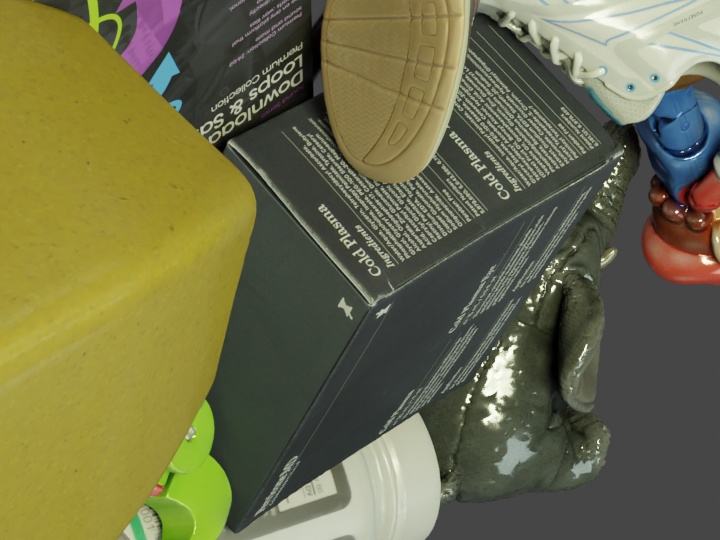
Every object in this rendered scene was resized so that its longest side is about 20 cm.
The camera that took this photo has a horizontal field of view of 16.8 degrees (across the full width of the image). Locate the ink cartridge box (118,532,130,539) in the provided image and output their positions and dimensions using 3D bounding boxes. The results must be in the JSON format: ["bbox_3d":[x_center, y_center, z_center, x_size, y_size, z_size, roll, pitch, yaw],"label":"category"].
[{"bbox_3d":[-0.203,0.136,1.047,0.147,0.146,0.200,-48,155,3],"label":"ink cartridge box"}]

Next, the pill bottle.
[{"bbox_3d":[-0.064,0.124,1.257,0.199,0.113,0.114,-14,141,-33],"label":"pill bottle"}]

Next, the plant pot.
[{"bbox_3d":[-0.153,0.010,0.884,0.199,0.195,0.195,-29,150,-36],"label":"plant pot"}]

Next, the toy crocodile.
[{"bbox_3d":[-0.126,0.064,1.106,0.200,0.067,0.062,48,53,-46],"label":"toy crocodile"}]

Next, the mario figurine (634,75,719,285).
[{"bbox_3d":[0.200,-0.077,1.380,0.201,0.105,0.124,64,31,-45],"label":"mario figurine"}]

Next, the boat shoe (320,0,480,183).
[{"bbox_3d":[0.028,-0.139,1.046,0.065,0.071,0.202,-23,120,-55],"label":"boat shoe"}]

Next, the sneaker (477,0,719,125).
[{"bbox_3d":[0.108,-0.113,1.135,0.075,0.198,0.087,-172,-92,-87],"label":"sneaker"}]

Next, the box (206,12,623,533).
[{"bbox_3d":[0.000,0.000,1.172,0.182,0.104,0.200,-31,161,-40],"label":"box"}]

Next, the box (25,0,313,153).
[{"bbox_3d":[-0.082,-0.094,1.029,0.143,0.036,0.201,-37,155,-21],"label":"box"}]

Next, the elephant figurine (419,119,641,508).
[{"bbox_3d":[0.093,0.025,1.406,0.140,0.155,0.201,6,119,-19],"label":"elephant figurine"}]
